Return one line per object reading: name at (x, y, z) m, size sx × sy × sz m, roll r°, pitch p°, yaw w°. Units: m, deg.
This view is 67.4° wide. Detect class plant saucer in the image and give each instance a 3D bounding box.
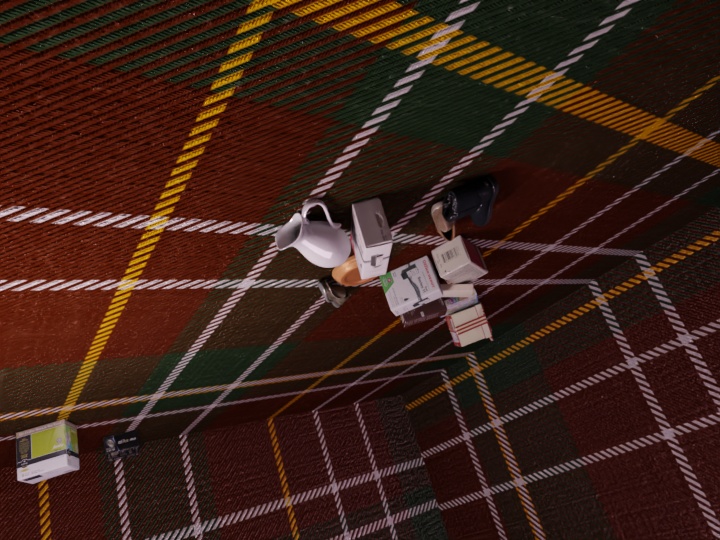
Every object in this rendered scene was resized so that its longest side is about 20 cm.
plant saucer at (0.000, 0.000, 1.852) m, size 0.196 × 0.038 × 0.201 m, roll -16°, pitch 156°, yaw -7°

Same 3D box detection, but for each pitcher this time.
pitcher at (-0.107, -0.099, 1.472) m, size 0.198 × 0.122 × 0.172 m, roll 21°, pitch 121°, yaw -41°

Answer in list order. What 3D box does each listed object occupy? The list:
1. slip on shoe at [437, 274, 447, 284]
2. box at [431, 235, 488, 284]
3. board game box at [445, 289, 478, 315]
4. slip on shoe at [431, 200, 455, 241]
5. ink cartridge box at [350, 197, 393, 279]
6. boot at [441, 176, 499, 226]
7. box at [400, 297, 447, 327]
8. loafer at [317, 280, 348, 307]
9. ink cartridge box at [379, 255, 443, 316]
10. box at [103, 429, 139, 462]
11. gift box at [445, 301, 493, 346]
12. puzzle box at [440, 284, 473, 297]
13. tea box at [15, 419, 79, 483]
slip on shoe at (0.303, 0.040, 2.151) m, size 0.061 × 0.074 × 0.200 m, roll -46°, pitch 152°, yaw 3°
box at (0.364, -0.031, 1.976) m, size 0.126 × 0.111 × 0.199 m, roll -28°, pitch 156°, yaw 23°
board game box at (0.457, 0.156, 2.554) m, size 0.196 × 0.035 × 0.135 m, roll -23°, pitch 157°, yaw 7°
slip on shoe at (0.266, -0.153, 1.694) m, size 0.075 × 0.062 × 0.201 m, roll -20°, pitch 157°, yaw 2°
ink cartridge box at (0.027, -0.088, 1.540) m, size 0.081 × 0.149 × 0.201 m, roll -13°, pitch 155°, yaw -9°
boot at (0.317, -0.186, 1.625) m, size 0.165 × 0.077 × 0.202 m, roll -22°, pitch 151°, yaw -15°
box at (0.266, 0.165, 2.339) m, size 0.196 × 0.102 × 0.075 m, roll -16°, pitch 157°, yaw -9°
loafer at (-0.094, 0.072, 1.908) m, size 0.069 × 0.076 × 0.200 m, roll -33°, pitch 160°, yaw 4°
ink cartridge box at (0.188, 0.056, 1.984) m, size 0.197 × 0.149 × 0.083 m, roll -24°, pitch 156°, yaw 9°
box at (-1.239, 0.913, 2.808) m, size 0.160 × 0.088 × 0.201 m, roll -8°, pitch 154°, yaw -25°
gift box at (0.535, 0.269, 2.615) m, size 0.183 × 0.188 × 0.200 m, roll -19°, pitch 180°, yaw -5°
puzzle box at (0.330, 0.077, 2.067) m, size 0.195 × 0.026 × 0.133 m, roll 0°, pitch 167°, yaw 8°
tea box at (-1.315, 0.761, 2.275) m, size 0.196 × 0.200 × 0.134 m, roll -13°, pitch 156°, yaw -11°
